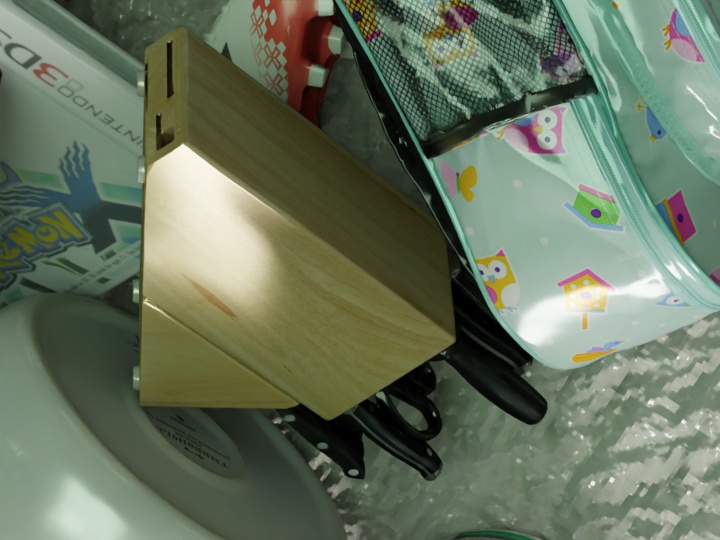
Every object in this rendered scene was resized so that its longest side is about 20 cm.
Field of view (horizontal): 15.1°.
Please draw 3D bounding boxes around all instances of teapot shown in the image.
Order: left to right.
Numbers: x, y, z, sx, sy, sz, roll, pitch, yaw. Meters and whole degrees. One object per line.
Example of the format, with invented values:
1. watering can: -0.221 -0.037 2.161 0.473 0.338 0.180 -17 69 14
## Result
1. teapot: -0.115 0.114 1.087 0.200 0.197 0.146 44 105 10

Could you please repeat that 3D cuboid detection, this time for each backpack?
1. backpack: 0.089 -0.070 1.019 0.153 0.176 0.200 -16 95 21

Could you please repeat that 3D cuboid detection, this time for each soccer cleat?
1. soccer cleat: -0.048 -0.078 1.112 0.085 0.069 0.200 12 105 15

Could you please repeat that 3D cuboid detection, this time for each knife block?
1. knife block: 0.000 0.000 1.046 0.175 0.064 0.200 0 137 -6

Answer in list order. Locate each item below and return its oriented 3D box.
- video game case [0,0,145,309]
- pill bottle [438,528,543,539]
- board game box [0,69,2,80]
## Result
1. video game case: -0.164 -0.045 1.082 0.182 0.022 0.200 34 137 -28
2. pill bottle: 0.031 0.172 1.046 0.113 0.200 0.113 2 96 16
3. board game box: -0.238 -0.023 1.064 0.165 0.057 0.200 17 142 -6
